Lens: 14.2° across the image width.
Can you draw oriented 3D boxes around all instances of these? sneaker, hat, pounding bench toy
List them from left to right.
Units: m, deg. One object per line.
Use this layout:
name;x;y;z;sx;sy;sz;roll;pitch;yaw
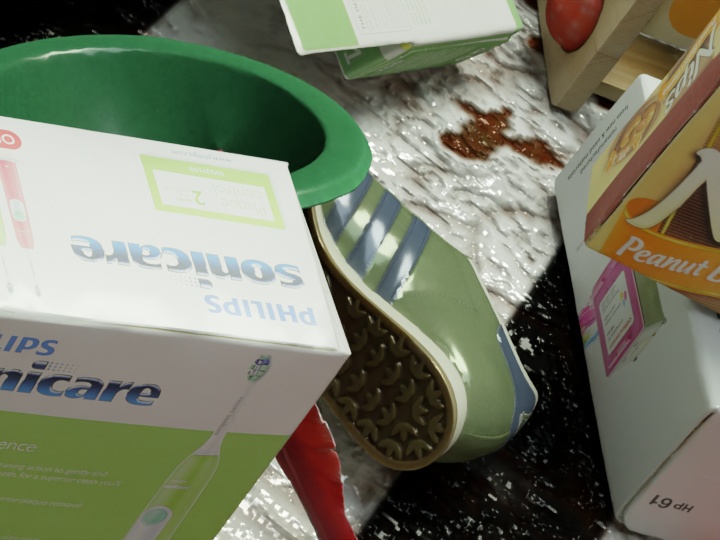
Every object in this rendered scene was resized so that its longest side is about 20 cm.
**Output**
hat;-0.082;0.025;1.111;0.165;0.177;0.200;-4;26;-23
sneaker;0.000;0.000;1.183;0.090;0.067;0.200;2;46;-53
pounding bench toy;0.167;-0.170;1.425;0.155;0.124;0.201;19;42;-21

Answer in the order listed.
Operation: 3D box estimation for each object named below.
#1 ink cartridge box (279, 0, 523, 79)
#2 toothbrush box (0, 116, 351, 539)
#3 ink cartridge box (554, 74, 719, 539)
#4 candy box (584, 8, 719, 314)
ink cartridge box;-0.014;-0.158;1.271;0.200;0.048;0.146;-15;82;-57
toothbrush box;-0.118;0.050;0.925;0.145;0.200;0.086;7;47;-31
ink cartridge box;0.176;0.028;1.265;0.144;0.085;0.201;16;44;-24
candy box;0.205;-0.019;1.174;0.199;0.116;0.055;27;39;-13
